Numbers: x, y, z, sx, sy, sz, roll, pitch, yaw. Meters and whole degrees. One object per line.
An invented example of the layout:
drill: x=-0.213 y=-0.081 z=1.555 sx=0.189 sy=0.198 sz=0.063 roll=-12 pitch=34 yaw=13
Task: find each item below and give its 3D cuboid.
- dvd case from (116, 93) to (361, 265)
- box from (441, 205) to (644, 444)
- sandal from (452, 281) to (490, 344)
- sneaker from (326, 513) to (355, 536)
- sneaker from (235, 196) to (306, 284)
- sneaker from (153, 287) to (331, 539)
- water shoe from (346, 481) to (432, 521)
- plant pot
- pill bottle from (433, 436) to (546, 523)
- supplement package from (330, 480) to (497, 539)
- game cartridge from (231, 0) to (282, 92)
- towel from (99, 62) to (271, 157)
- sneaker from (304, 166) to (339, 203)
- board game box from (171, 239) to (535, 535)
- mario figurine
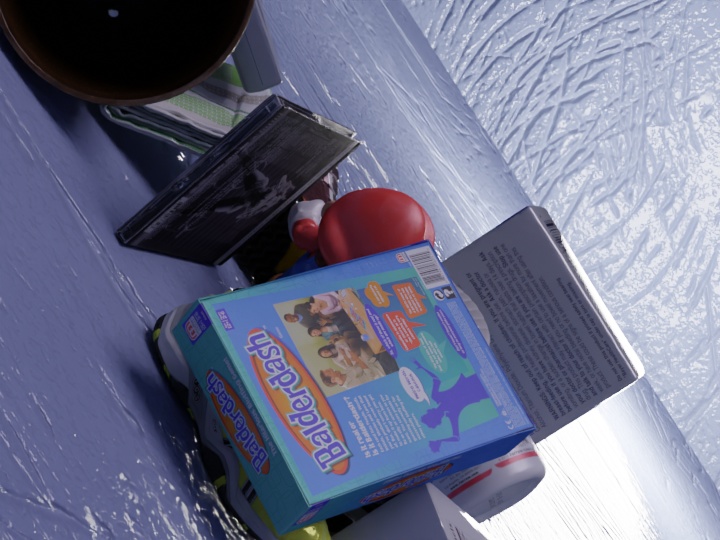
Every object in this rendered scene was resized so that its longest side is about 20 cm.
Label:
dvd case: x=-0.084 y=-0.063 z=1.610 sx=0.016 sy=0.149 sz=0.200 roll=52 pitch=10 yaw=14
box: x=0.125 y=0.070 z=2.008 sx=0.184 sy=0.200 sz=0.105 roll=59 pitch=10 yaw=5
sandal: x=0.032 y=0.020 z=1.729 sx=0.082 sy=0.050 sz=0.203 roll=6 pitch=28 yaw=-39
sneaker: x=-0.018 y=0.115 z=1.571 sx=0.076 sy=0.087 sz=0.200 roll=47 pitch=17 yaw=-50
sneaker: x=-0.063 y=-0.024 z=1.814 sx=0.201 sy=0.070 sz=0.090 roll=63 pitch=8 yaw=-6
sneaker: x=-0.064 y=0.101 z=1.443 sx=0.200 sy=0.076 sz=0.075 roll=62 pitch=10 yaw=14
water shoe: x=-0.024 y=0.088 z=1.505 sx=0.200 sy=0.079 sz=0.071 roll=41 pitch=51 yaw=13
plant pot: x=-0.177 y=-0.219 z=1.635 sx=0.187 sy=0.187 sz=0.200 roll=56 pitch=-3 yaw=-10
pill bottle: x=0.066 y=0.113 z=1.880 sx=0.200 sy=0.109 sz=0.109 roll=61 pitch=12 yaw=17
supplement package: x=0.062 y=0.246 z=1.489 sx=0.200 sy=0.114 sz=0.110 roll=45 pitch=18 yaw=-47
game cartridge: x=-0.105 y=-0.236 z=1.799 sx=0.200 sy=0.041 sz=0.133 roll=-106 pitch=175 yaw=-52
towel: x=-0.132 y=-0.141 z=1.745 sx=0.149 sy=0.031 sz=0.200 roll=22 pitch=21 yaw=-13
sneaker: x=-0.074 y=-0.088 z=1.920 sx=0.116 sy=0.076 sz=0.200 roll=44 pitch=18 yaw=-40
board game box: x=-0.002 y=0.071 z=1.427 sx=0.200 sy=0.045 sz=0.152 roll=-14 pitch=67 yaw=-40
mario figurine: x=0.000 y=0.000 z=1.659 sx=0.123 sy=0.200 sz=0.106 roll=31 pitch=54 yaw=-12
